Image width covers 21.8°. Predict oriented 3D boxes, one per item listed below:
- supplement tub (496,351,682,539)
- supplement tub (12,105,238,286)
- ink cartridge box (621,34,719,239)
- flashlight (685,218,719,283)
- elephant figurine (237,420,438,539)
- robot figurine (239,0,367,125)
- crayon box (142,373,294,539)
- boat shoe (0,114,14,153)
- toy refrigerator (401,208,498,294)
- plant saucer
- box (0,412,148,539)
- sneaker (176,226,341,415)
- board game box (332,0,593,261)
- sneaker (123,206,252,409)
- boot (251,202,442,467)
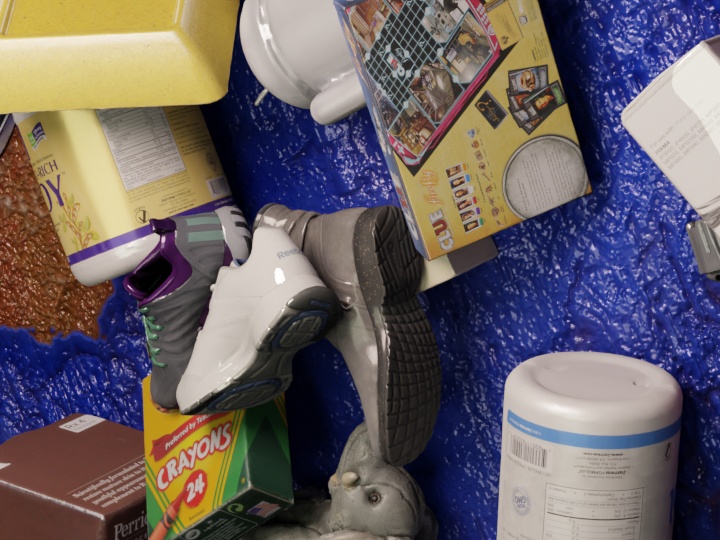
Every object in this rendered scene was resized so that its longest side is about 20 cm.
[{"bbox_3d":[0.166,0.171,1.378,0.132,0.132,0.200,11,110,29],"label":"supplement tub"},{"bbox_3d":[-0.195,-0.102,1.516,0.145,0.145,0.200,-20,92,34],"label":"supplement tub"},{"bbox_3d":[0.283,-0.062,1.232,0.200,0.146,0.085,49,121,10],"label":"ink cartridge box"},{"bbox_3d":[0.283,0.054,1.316,0.200,0.068,0.068,69,161,1],"label":"flashlight"},{"bbox_3d":[0.000,0.209,1.489,0.200,0.155,0.142,-24,51,30],"label":"elephant figurine"},{"bbox_3d":[-0.009,-0.190,1.396,0.200,0.113,0.170,-22,52,34],"label":"robot figurine"},{"bbox_3d":[-0.119,0.124,1.524,0.127,0.051,0.200,-37,44,32],"label":"crayon box"},{"bbox_3d":[-0.327,-0.172,1.624,0.072,0.068,0.200,40,120,16],"label":"boat shoe"},{"bbox_3d":[0.000,0.000,1.466,0.200,0.076,0.070,-26,89,34],"label":"toy refrigerator"},{"bbox_3d":[-0.195,-0.205,1.424,0.200,0.200,0.048,-2,137,6],"label":"plant saucer"},{"bbox_3d":[-0.238,0.255,1.627,0.164,0.166,0.200,14,111,29],"label":"box"},{"bbox_3d":[-0.084,0.043,1.404,0.200,0.074,0.087,-47,57,41],"label":"sneaker"},{"bbox_3d":[0.075,-0.123,1.330,0.135,0.035,0.200,-22,114,-8],"label":"board game box"},{"bbox_3d":[-0.153,0.028,1.461,0.074,0.087,0.200,62,141,42],"label":"sneaker"},{"bbox_3d":[-0.014,0.046,1.413,0.132,0.070,0.200,-1,95,39],"label":"boot"}]
